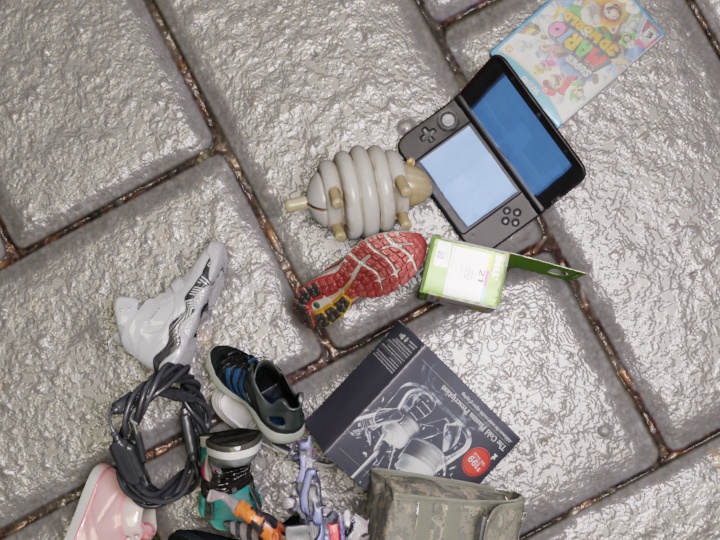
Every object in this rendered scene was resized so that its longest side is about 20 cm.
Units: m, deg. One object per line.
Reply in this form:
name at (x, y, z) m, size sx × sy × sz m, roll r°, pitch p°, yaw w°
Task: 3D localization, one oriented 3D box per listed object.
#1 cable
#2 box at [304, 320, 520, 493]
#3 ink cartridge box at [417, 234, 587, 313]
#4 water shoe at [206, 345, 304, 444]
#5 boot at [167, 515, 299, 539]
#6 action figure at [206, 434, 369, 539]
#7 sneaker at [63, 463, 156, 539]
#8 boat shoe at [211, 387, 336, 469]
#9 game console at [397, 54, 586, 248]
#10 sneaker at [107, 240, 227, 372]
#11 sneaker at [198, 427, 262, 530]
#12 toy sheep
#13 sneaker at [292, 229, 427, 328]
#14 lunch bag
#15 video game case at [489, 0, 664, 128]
cable at (-0.256, 0.216, 1.359) m, size 0.050 × 0.201 × 0.163 m, roll 9°, pitch 42°, yaw 30°
box at (0.066, 0.204, 1.325) m, size 0.182 × 0.104 × 0.200 m, roll -46°, pitch 113°, yaw -1°
ink cartridge box at (0.179, 0.019, 1.350) m, size 0.198 × 0.148 × 0.076 m, roll 13°, pitch 86°, yaw 4°
water shoe at (-0.131, 0.139, 1.355) m, size 0.200 × 0.071 × 0.079 m, roll 39°, pitch 130°, yaw 38°
boot at (-0.125, 0.361, 1.344) m, size 0.199 × 0.168 × 0.077 m, roll 19°, pitch 117°, yaw 29°
action figure at (-0.082, 0.292, 1.227) m, size 0.192 × 0.105 × 0.202 m, roll 2°, pitch 85°, yaw 9°
sneaker at (-0.335, 0.368, 1.382) m, size 0.104 × 0.075 × 0.202 m, roll 17°, pitch 82°, yaw 9°
boat shoe at (-0.111, 0.209, 1.388) m, size 0.199 × 0.069 × 0.072 m, roll 33°, pitch 87°, yaw 5°
game console at (0.168, -0.148, 1.380) m, size 0.172 × 0.119 × 0.201 m, roll -35°, pitch 84°, yaw -1°
sneaker at (-0.261, 0.040, 1.406) m, size 0.114 × 0.075 × 0.201 m, roll 21°, pitch 81°, yaw 8°
sneaker at (-0.162, 0.264, 1.304) m, size 0.083 × 0.200 × 0.122 m, roll -7°, pitch 86°, yaw -14°
toy sheep at (-0.002, -0.101, 1.378) m, size 0.198 × 0.138 × 0.139 m, roll -6°, pitch 85°, yaw -9°
sneaker at (0.000, 0.000, 1.370) m, size 0.199 × 0.082 × 0.078 m, roll -27°, pitch 100°, yaw 23°
lunch bag at (0.102, 0.339, 1.248) m, size 0.198 × 0.118 × 0.166 m, roll 10°, pitch 94°, yaw -19°
video game case at (0.298, -0.312, 1.438) m, size 0.200 × 0.018 × 0.143 m, roll -41°, pitch 85°, yaw -1°
